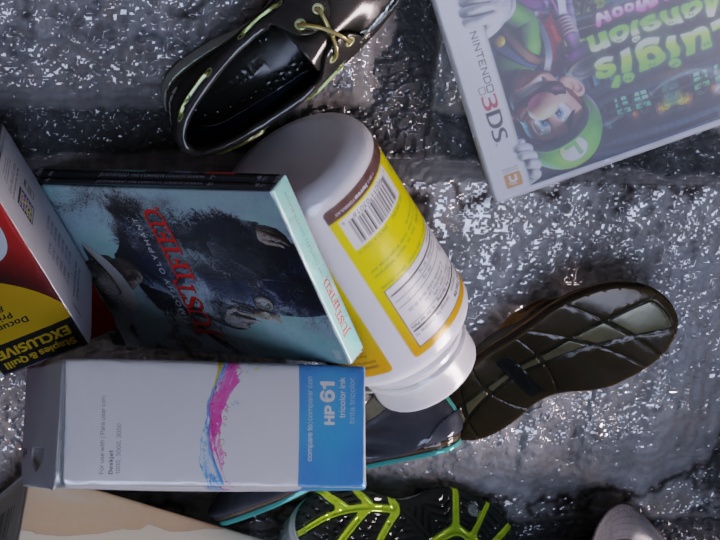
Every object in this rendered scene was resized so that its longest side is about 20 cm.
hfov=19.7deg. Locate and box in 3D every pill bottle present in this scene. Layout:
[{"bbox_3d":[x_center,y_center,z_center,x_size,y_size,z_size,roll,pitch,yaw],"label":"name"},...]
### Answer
[{"bbox_3d":[0.000,0.000,1.376,0.109,0.109,0.200,-28,123,7],"label":"pill bottle"}]

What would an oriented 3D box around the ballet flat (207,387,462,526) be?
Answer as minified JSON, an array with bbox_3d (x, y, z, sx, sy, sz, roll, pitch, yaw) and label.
[{"bbox_3d":[-0.026,0.121,1.478,0.200,0.073,0.073,-20,125,15],"label":"ballet flat"}]

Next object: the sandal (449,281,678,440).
[{"bbox_3d":[0.131,0.058,1.480,0.200,0.055,0.082,-32,118,26],"label":"sandal"}]

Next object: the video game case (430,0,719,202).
[{"bbox_3d":[0.159,-0.152,1.364,0.200,0.023,0.182,-19,124,1],"label":"video game case"}]

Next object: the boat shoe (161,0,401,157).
[{"bbox_3d":[-0.038,-0.143,1.305,0.201,0.061,0.072,-38,122,13],"label":"boat shoe"}]

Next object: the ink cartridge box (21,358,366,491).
[{"bbox_3d":[-0.112,0.102,1.350,0.200,0.145,0.085,1,84,-19],"label":"ink cartridge box"}]

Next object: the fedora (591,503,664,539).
[{"bbox_3d":[0.185,0.280,1.588,0.090,0.177,0.200,-15,130,34],"label":"fedora"}]

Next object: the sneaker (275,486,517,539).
[{"bbox_3d":[0.029,0.202,1.548,0.200,0.076,0.076,15,152,-26],"label":"sneaker"}]

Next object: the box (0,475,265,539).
[{"bbox_3d":[-0.167,0.217,1.480,0.200,0.078,0.095,20,148,-24],"label":"box"}]

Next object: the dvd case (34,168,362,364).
[{"bbox_3d":[-0.107,-0.003,1.334,0.200,0.022,0.146,5,133,34],"label":"dvd case"}]

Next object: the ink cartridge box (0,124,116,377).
[{"bbox_3d":[-0.280,0.028,1.338,0.200,0.084,0.176,-21,123,10],"label":"ink cartridge box"}]
